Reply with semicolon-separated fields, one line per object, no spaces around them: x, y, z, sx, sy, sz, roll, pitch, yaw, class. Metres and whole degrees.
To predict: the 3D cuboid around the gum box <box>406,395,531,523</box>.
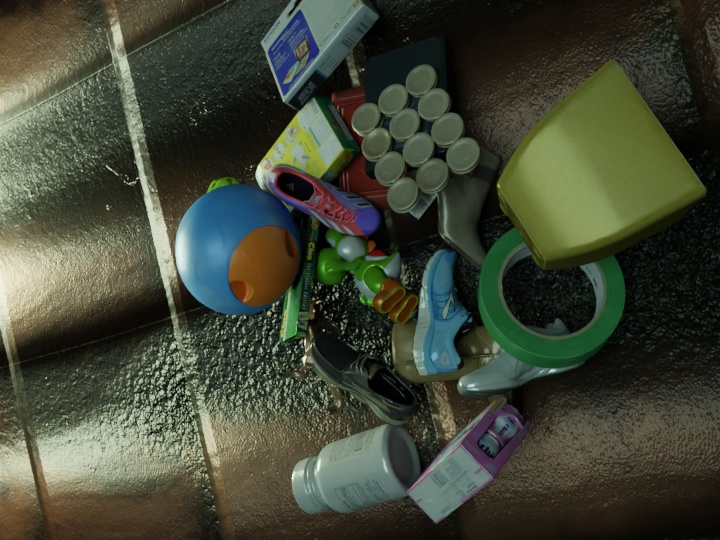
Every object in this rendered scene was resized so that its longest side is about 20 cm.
0.157;0.273;1.158;0.066;0.113;0.201;43;141;9;gum box

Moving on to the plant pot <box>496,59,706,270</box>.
0.286;-0.106;1.029;0.198;0.195;0.196;-33;78;6;plant pot

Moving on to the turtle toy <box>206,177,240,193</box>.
-0.244;-0.065;1.404;0.144;0.101;0.204;22;104;25;turtle toy

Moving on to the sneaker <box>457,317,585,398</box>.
0.219;0.127;1.135;0.070;0.197;0.082;133;120;-67;sneaker

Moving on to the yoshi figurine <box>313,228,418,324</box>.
-0.008;0.013;1.278;0.200;0.110;0.114;43;135;37;yoshi figurine

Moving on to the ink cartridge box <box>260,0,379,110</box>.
-0.072;-0.389;1.296;0.198;0.047;0.202;-46;39;23;ink cartridge box

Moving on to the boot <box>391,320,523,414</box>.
0.148;0.163;1.235;0.196;0.066;0.179;-5;80;28;boot

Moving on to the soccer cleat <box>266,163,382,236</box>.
-0.055;-0.105;1.246;0.197;0.073;0.069;26;95;-11;soccer cleat

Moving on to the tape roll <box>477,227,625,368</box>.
0.262;0.031;1.108;0.196;0.048;0.204;-2;66;4;tape roll

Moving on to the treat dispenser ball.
-0.191;-0.033;1.259;0.197;0.200;0.206;2;95;28;treat dispenser ball

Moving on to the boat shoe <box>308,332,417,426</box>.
0.011;0.157;1.249;0.198;0.075;0.074;36;142;-1;boat shoe

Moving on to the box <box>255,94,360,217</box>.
-0.095;-0.177;1.324;0.200;0.048;0.119;-43;66;34;box

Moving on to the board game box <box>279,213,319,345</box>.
-0.099;0.014;1.308;0.105;0.023;0.204;153;125;-65;board game box

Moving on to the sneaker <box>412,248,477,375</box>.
0.133;0.064;1.205;0.088;0.079;0.204;3;66;13;sneaker

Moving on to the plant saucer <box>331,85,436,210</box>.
0.038;-0.200;1.278;0.196;0.037;0.205;-4;93;29;plant saucer

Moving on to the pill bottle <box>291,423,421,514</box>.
-0.010;0.329;1.302;0.198;0.114;0.116;-24;83;28;pill bottle

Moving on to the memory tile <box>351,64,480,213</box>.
0.075;-0.190;1.147;0.152;0.017;0.202;-32;59;15;memory tile

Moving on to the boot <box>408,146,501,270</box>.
0.162;-0.109;1.202;0.199;0.070;0.147;38;93;-5;boot

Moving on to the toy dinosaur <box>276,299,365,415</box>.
-0.045;0.147;1.328;0.198;0.086;0.137;35;102;16;toy dinosaur

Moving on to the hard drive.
0.071;-0.247;1.201;0.137;0.033;0.204;-11;66;26;hard drive
